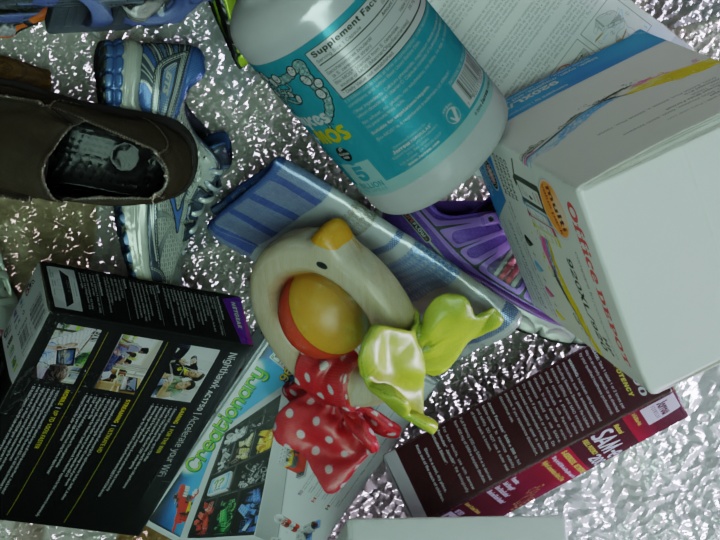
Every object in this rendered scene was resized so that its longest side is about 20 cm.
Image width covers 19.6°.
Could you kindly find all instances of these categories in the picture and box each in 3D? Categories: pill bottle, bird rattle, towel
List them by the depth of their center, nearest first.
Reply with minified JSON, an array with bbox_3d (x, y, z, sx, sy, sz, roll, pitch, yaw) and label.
[{"bbox_3d":[-0.005,-0.138,1.294,0.111,0.111,0.200,-38,113,8],"label":"pill bottle"},{"bbox_3d":[-0.006,0.044,1.373,0.113,0.200,0.163,-38,96,-31],"label":"bird rattle"},{"bbox_3d":[0.000,0.000,1.396,0.199,0.147,0.024,33,66,-13],"label":"towel"}]

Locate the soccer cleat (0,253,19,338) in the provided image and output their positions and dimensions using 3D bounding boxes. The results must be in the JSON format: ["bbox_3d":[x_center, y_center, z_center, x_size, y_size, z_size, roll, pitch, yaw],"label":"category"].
[{"bbox_3d":[-0.269,-0.011,1.387,0.086,0.070,0.200,-41,111,9],"label":"soccer cleat"}]

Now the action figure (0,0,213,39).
[{"bbox_3d":[-0.200,-0.185,1.253,0.199,0.193,0.105,-3,74,-30],"label":"action figure"}]

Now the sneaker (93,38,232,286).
[{"bbox_3d":[-0.123,-0.058,1.389,0.085,0.077,0.201,-8,112,-9],"label":"sneaker"}]

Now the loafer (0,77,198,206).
[{"bbox_3d":[-0.201,-0.079,1.305,0.199,0.071,0.074,3,102,-3],"label":"loafer"}]

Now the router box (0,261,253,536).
[{"bbox_3d":[-0.181,0.091,1.400,0.148,0.051,0.200,11,129,-29],"label":"router box"}]

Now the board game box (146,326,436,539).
[{"bbox_3d":[-0.053,0.124,1.489,0.126,0.035,0.200,31,104,-18],"label":"board game box"}]

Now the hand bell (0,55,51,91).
[{"bbox_3d":[-0.298,-0.125,1.342,0.199,0.104,0.105,-1,112,-20],"label":"hand bell"}]

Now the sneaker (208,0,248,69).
[{"bbox_3d":[-0.071,-0.235,1.336,0.080,0.074,0.201,-19,119,-10],"label":"sneaker"}]

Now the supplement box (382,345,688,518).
[{"bbox_3d":[0.125,0.116,1.463,0.199,0.109,0.061,-30,71,7],"label":"supplement box"}]

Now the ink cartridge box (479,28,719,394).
[{"bbox_3d":[0.181,-0.041,1.309,0.144,0.200,0.148,-26,111,-9],"label":"ink cartridge box"}]

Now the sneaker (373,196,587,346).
[{"bbox_3d":[0.102,-0.008,1.440,0.199,0.081,0.084,24,95,-19],"label":"sneaker"}]

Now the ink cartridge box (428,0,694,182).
[{"bbox_3d":[0.098,-0.146,1.398,0.199,0.050,0.161,34,100,-21],"label":"ink cartridge box"}]

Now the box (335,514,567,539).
[{"bbox_3d":[0.054,0.242,1.452,0.151,0.200,0.107,-1,71,-8],"label":"box"}]
